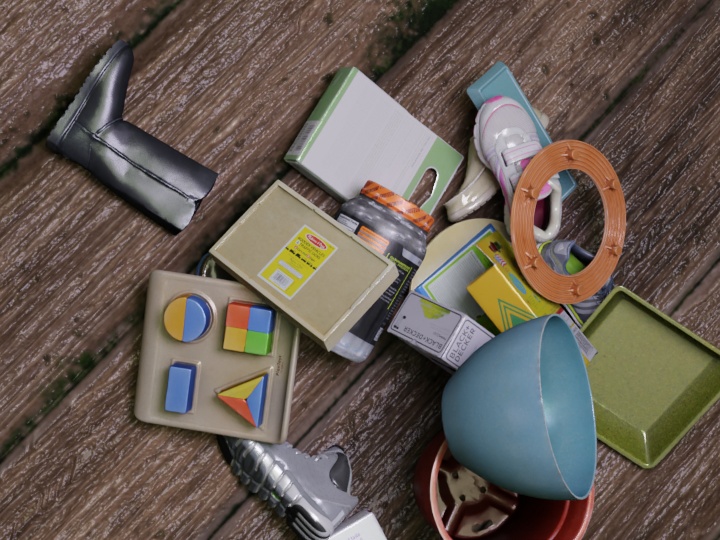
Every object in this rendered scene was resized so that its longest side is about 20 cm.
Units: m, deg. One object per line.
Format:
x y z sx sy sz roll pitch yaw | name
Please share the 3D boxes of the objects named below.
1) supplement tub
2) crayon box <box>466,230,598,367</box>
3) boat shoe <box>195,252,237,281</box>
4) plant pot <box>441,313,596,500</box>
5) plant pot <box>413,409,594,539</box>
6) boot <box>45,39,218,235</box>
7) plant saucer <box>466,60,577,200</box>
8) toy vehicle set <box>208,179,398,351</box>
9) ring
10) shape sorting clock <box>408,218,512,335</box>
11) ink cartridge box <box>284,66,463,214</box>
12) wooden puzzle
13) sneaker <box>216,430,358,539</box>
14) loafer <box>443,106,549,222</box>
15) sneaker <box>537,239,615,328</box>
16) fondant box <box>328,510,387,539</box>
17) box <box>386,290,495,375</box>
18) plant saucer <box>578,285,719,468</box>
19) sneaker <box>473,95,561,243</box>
0.000 0.000 1.676 0.122 0.123 0.201 31 89 -7 | supplement tub
0.201 0.049 1.669 0.051 0.127 0.200 -40 85 19 | crayon box
-0.157 0.071 1.683 0.072 0.072 0.202 -12 86 -12 | boat shoe
0.167 0.158 1.498 0.134 0.200 0.202 -11 86 23 | plant pot
0.156 0.263 1.665 0.199 0.195 0.203 1 84 -12 | plant pot
-0.261 -0.163 1.689 0.199 0.066 0.165 33 87 -3 | boot
0.212 -0.168 1.745 0.070 0.019 0.201 -42 110 -24 | plant saucer
-0.068 -0.009 1.595 0.200 0.027 0.124 37 74 28 | toy vehicle set
0.261 -0.059 1.670 0.199 0.019 0.202 -3 95 -38 | ring
0.153 0.033 1.760 0.198 0.039 0.202 -2 97 -18 | shape sorting clock
0.020 -0.146 1.758 0.200 0.048 0.146 36 78 -25 | ink cartridge box
-0.174 0.104 1.622 0.198 0.046 0.187 9 97 11 | wooden puzzle
-0.082 0.236 1.693 0.200 0.075 0.115 47 52 9 | sneaker
0.165 -0.145 1.776 0.068 0.076 0.200 41 69 -3 | loafer
0.302 0.029 1.764 0.199 0.081 0.074 36 67 -20 | sneaker
-0.007 0.420 1.686 0.144 0.058 0.201 -27 89 -13 | fondant box
0.140 0.108 1.662 0.200 0.116 0.060 35 84 -35 | box
0.353 0.130 1.756 0.199 0.048 0.200 33 119 -6 | plant saucer
0.206 -0.121 1.687 0.081 0.088 0.201 -26 106 -10 | sneaker
